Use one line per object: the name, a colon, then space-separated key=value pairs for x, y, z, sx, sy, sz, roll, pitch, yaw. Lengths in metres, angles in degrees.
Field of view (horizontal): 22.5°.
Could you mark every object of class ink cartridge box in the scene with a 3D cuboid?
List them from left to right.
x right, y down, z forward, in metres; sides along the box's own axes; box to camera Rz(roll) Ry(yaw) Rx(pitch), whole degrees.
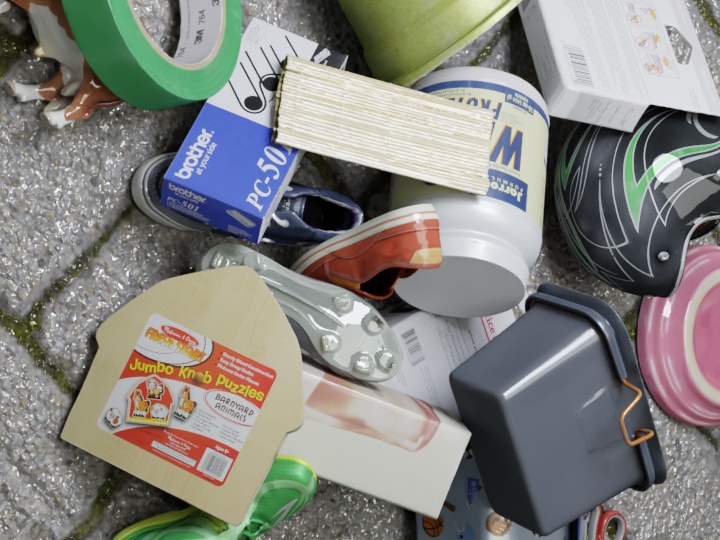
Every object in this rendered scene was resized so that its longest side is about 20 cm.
ink cartridge box: x=-0.091 y=-0.124 z=1.581 sx=0.094 sy=0.044 sz=0.200 roll=22 pitch=56 yaw=3
ink cartridge box: x=0.077 y=0.079 z=1.743 sx=0.200 sy=0.067 sz=0.116 roll=-28 pitch=105 yaw=-32
ink cartridge box: x=0.253 y=-0.220 z=1.797 sx=0.176 sy=0.045 sz=0.200 roll=9 pitch=47 yaw=-20

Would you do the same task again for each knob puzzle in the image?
knob puzzle: x=-0.134 y=0.090 z=1.538 sx=0.030 sy=0.220 sz=0.220 roll=49 pitch=53 yaw=-74

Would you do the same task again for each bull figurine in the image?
bull figurine: x=-0.257 y=-0.217 z=1.504 sx=0.121 sy=0.065 sz=0.200 roll=-38 pitch=110 yaw=-28

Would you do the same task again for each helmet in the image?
helmet: x=0.289 y=-0.079 z=1.826 sx=0.191 sy=0.200 sz=0.200 roll=-33 pitch=110 yaw=-9

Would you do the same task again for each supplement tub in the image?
supplement tub: x=0.099 y=-0.072 z=1.684 sx=0.145 sy=0.145 sz=0.200 roll=26 pitch=56 yaw=-33

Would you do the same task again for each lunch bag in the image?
lunch bag: x=0.156 y=0.229 z=1.770 sx=0.200 sy=0.124 sz=0.170 roll=-2 pitch=91 yaw=-47

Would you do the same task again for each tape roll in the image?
tape roll: x=-0.174 y=-0.237 z=1.525 sx=0.200 sy=0.048 sz=0.201 roll=25 pitch=60 yaw=-55

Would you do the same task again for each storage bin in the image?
storage bin: x=0.175 y=0.137 z=1.623 sx=0.134 sy=0.146 sz=0.200 roll=-32 pitch=118 yaw=-24

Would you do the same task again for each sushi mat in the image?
sushi mat: x=0.022 y=-0.127 z=1.586 sx=0.200 sy=0.012 sz=0.096 roll=13 pitch=59 yaw=-15

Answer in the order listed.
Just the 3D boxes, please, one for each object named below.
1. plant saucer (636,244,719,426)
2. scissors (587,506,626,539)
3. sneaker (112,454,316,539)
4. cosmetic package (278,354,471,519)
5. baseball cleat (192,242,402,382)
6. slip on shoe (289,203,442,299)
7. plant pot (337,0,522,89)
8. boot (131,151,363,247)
plant saucer: x=0.389 y=0.072 z=1.982 sx=0.200 sy=0.051 sz=0.201 roll=0 pitch=91 yaw=-36
scissors: x=0.240 y=0.340 z=1.896 sx=0.073 sy=0.014 sz=0.200 roll=14 pitch=83 yaw=-38
sneaker: x=-0.120 y=0.228 z=1.542 sx=0.200 sy=0.084 sz=0.074 roll=-31 pitch=127 yaw=4
cosmetic package: x=-0.016 y=0.138 z=1.608 sx=0.200 sy=0.103 sz=0.087 roll=22 pitch=93 yaw=-15
baseball cleat: x=-0.056 y=0.038 z=1.609 sx=0.200 sy=0.106 sz=0.070 roll=33 pitch=74 yaw=-4
slip on shoe: x=0.000 y=0.000 z=1.607 sx=0.074 sy=0.200 sz=0.061 roll=-6 pitch=76 yaw=-42
plant pot: x=0.041 y=-0.292 z=1.660 sx=0.200 sy=0.200 sz=0.184 roll=-44 pitch=103 yaw=-28
boot: x=-0.096 y=-0.064 z=1.603 sx=0.200 sy=0.090 sz=0.073 roll=9 pitch=85 yaw=-36
